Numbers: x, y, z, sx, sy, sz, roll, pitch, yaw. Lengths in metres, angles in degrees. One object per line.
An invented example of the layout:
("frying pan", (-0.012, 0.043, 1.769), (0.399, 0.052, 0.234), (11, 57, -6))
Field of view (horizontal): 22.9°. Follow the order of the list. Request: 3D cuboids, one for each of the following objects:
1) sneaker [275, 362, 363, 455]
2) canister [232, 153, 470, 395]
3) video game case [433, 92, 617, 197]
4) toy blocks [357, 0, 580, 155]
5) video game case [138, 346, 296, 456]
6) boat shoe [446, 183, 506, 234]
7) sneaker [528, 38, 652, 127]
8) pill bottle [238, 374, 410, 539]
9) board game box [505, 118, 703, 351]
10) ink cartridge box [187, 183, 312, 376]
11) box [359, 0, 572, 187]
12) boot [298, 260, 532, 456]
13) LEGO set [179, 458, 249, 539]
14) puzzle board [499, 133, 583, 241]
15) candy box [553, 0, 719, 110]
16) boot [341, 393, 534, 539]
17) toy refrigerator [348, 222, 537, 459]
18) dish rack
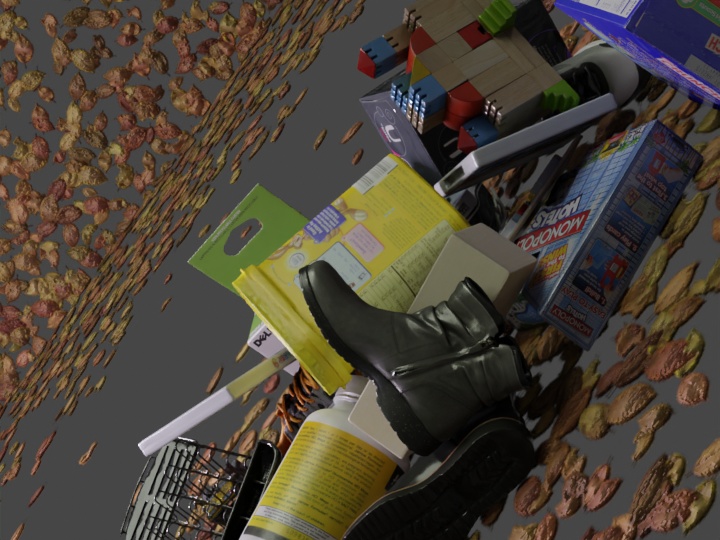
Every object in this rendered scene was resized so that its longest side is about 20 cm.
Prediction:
("sneaker", (-0.045, 0.134, 1.768), (0.078, 0.077, 0.200), (-123, 32, -48))
("canister", (0.000, 0.000, 1.674), (0.200, 0.087, 0.149), (-41, 54, -5))
("video game case", (0.152, -0.115, 1.678), (0.143, 0.017, 0.200), (-23, -2, -9))
("toy blocks", (0.090, -0.187, 1.687), (0.137, 0.200, 0.100), (-32, -22, -19))
("video game case", (-0.118, 0.115, 1.784), (0.143, 0.018, 0.200), (-34, -1, 37))
("boat shoe", (0.117, -0.055, 1.843), (0.074, 0.068, 0.199), (-49, 5, 5))
("sneaker", (0.197, -0.170, 1.760), (0.200, 0.074, 0.079), (-19, 15, 29))
("pill bottle", (-0.023, 0.203, 1.660), (0.200, 0.112, 0.112), (-61, 18, -18))
("board game box", (0.191, -0.017, 1.589), (0.200, 0.062, 0.200), (-23, 35, 60))
("ink cartridge box", (-0.083, 0.021, 2.013), (0.148, 0.200, 0.076), (-45, 19, 29))
("box", (0.121, -0.187, 1.889), (0.200, 0.122, 0.106), (-34, 11, -17))
("boot", (0.049, 0.045, 1.496), (0.131, 0.200, 0.068), (-40, -9, 15))
("LEGO set", (-0.140, 0.290, 1.797), (0.200, 0.116, 0.154), (-46, 19, 27))
("puzzle board", (0.144, -0.034, 1.713), (0.200, 0.017, 0.151), (-56, -5, -12))
("candy box", (0.278, -0.204, 1.524), (0.077, 0.169, 0.200), (-57, 17, 7))
("boot", (0.069, 0.178, 1.551), (0.200, 0.077, 0.138), (-36, 18, 15))
("toy refrigerator", (0.069, 0.060, 1.556), (0.200, 0.070, 0.076), (-62, -17, 21))
("dish rack", (-0.162, 0.235, 1.752), (0.200, 0.055, 0.154), (7, 69, 40))
